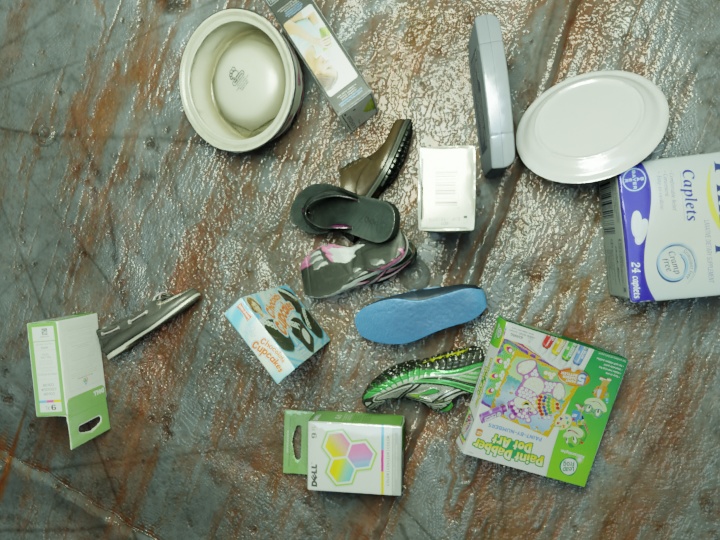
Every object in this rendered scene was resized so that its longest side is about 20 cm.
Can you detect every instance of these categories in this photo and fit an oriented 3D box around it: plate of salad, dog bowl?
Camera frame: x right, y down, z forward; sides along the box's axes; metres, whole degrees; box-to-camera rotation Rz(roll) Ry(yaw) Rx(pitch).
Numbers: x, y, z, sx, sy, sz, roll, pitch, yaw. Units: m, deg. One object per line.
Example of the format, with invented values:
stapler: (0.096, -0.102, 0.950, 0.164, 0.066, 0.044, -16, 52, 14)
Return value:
plate of salad: (0.317, -0.196, 0.793, 0.197, 0.048, 0.203, -15, 52, 21)
dog bowl: (-0.173, -0.282, 0.871, 0.196, 0.074, 0.204, 4, 102, 20)

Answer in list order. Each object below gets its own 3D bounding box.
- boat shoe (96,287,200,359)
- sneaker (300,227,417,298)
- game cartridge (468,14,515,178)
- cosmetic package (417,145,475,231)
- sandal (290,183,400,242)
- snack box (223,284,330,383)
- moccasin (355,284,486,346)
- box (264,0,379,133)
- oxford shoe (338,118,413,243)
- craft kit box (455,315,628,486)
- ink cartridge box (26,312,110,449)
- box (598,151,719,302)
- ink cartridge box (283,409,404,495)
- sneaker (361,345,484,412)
boat shoe: (-0.352, 0.074, 0.934, 0.198, 0.067, 0.057, -33, 92, 12)
sneaker: (0.000, 0.000, 0.872, 0.197, 0.086, 0.082, -15, 68, 31)
game cartridge: (0.183, -0.239, 0.803, 0.040, 0.133, 0.204, -7, 92, 10)
cosmetic package: (0.120, -0.103, 0.784, 0.070, 0.200, 0.108, 1, 92, 10)
sandal: (-0.034, -0.086, 0.828, 0.198, 0.048, 0.077, 11, 98, 37)
snack box: (-0.113, 0.084, 0.828, 0.037, 0.200, 0.117, -39, 87, 10)
moccasin: (0.092, 0.067, 0.865, 0.196, 0.068, 0.082, -8, 99, 10)
box: (-0.053, -0.314, 0.847, 0.060, 0.117, 0.202, -32, 86, 6)
oxford shoe: (0.009, -0.149, 0.866, 0.084, 0.073, 0.202, 34, 96, 10)
craft kit box: (0.262, 0.190, 0.830, 0.196, 0.049, 0.201, 16, 98, -8)
ink cartridge box: (-0.476, 0.177, 0.939, 0.058, 0.104, 0.204, -6, 92, 9)
box: (0.445, -0.062, 0.783, 0.196, 0.105, 0.188, -7, 92, 9)
ink cartridge box: (-0.031, 0.279, 0.887, 0.196, 0.059, 0.106, 1, 93, 8)
sneaker: (0.096, 0.179, 0.862, 0.196, 0.078, 0.087, -15, 91, 9)
